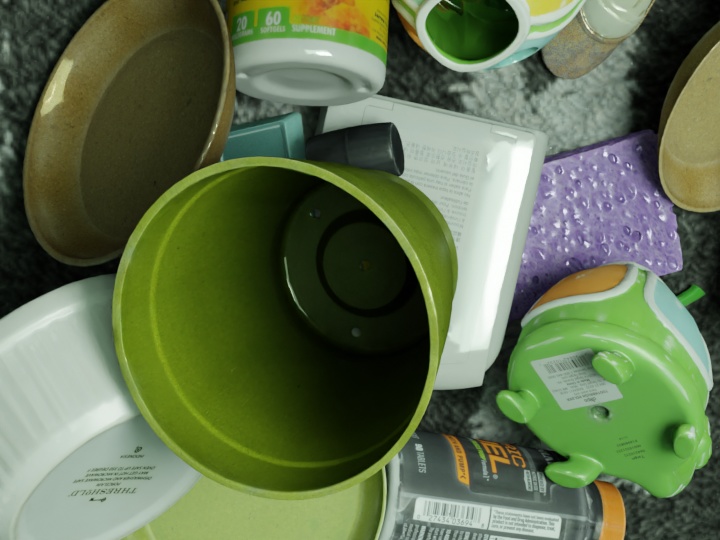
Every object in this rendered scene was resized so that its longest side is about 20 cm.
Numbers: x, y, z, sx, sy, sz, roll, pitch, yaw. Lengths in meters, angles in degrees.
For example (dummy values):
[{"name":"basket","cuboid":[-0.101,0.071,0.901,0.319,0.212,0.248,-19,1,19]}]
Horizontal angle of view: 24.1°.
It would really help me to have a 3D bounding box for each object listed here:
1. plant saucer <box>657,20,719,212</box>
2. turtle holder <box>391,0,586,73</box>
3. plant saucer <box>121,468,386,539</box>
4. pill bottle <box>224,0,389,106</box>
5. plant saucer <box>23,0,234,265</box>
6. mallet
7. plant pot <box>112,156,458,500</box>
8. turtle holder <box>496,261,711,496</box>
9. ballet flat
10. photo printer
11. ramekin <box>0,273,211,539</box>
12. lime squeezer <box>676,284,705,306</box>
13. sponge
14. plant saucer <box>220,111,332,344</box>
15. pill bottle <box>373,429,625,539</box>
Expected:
[{"name":"plant saucer","cuboid":[0.294,-0.136,1.279,0.199,0.035,0.201,-24,140,-22]},{"name":"turtle holder","cuboid":[0.105,-0.208,1.156,0.184,0.132,0.141,-4,131,22]},{"name":"plant saucer","cuboid":[-0.079,0.156,1.208,0.198,0.031,0.202,0,85,5]},{"name":"pill bottle","cuboid":[-0.034,-0.222,1.145,0.110,0.111,0.201,7,78,-19]},{"name":"plant saucer","cuboid":[-0.144,-0.094,1.101,0.035,0.200,0.201,24,90,-42]},{"name":"mallet","cuboid":[0.000,0.000,1.161,0.065,0.041,0.202,-1,96,14]},{"name":"plant pot","cuboid":[-0.024,0.015,1.052,0.199,0.193,0.202,4,103,17]},{"name":"turtle holder","cuboid":[0.198,0.077,1.216,0.185,0.141,0.132,30,47,-6]},{"name":"ballet flat","cuboid":[0.205,-0.230,1.260,0.068,0.067,0.201,35,86,-15]},{"name":"photo printer","cuboid":[0.034,-0.018,1.208,0.165,0.069,0.201,12,94,5]},{"name":"ramekin","cuboid":[-0.178,0.103,1.096,0.202,0.203,0.094,-32,63,-12]},{"name":"lime squeezer","cuboid":[0.190,0.078,1.322,0.201,0.038,0.071,-55,140,-5]},{"name":"sponge","cuboid":[0.147,-0.030,1.289,0.199,0.030,0.112,-16,102,-16]},{"name":"plant saucer","cuboid":[-0.062,-0.008,1.184,0.069,0.019,0.201,-10,84,22]},{"name":"pill bottle","cuboid":[0.096,0.181,1.261,0.199,0.106,0.107,10,94,-20]}]
